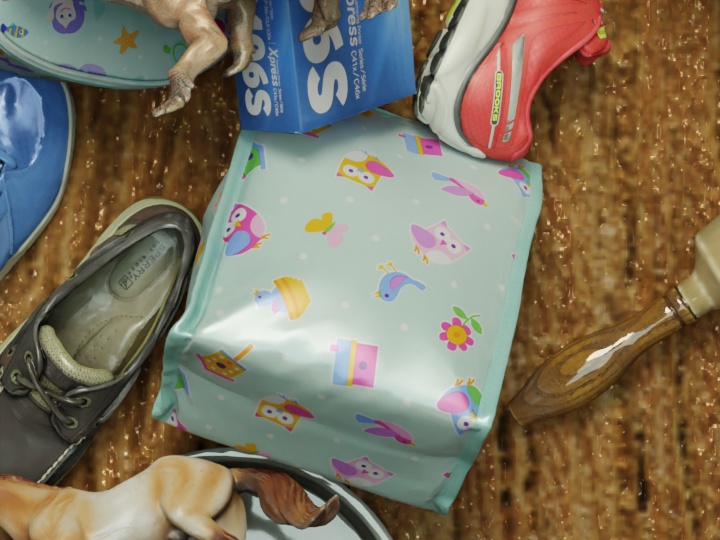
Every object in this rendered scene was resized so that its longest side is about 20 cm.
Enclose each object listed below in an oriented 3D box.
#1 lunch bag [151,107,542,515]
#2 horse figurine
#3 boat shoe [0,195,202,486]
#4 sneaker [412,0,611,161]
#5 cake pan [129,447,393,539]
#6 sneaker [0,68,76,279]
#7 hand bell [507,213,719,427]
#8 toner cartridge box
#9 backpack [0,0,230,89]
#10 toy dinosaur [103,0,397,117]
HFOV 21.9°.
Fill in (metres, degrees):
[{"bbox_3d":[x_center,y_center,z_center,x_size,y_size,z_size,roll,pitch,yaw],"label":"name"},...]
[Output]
[{"bbox_3d":[0.000,0.000,0.955,0.169,0.122,0.201,17,55,-1],"label":"lunch bag"},{"bbox_3d":[-0.110,0.136,0.928,0.198,0.133,0.050,-14,128,-6],"label":"horse figurine"},{"bbox_3d":[-0.154,0.046,0.978,0.073,0.065,0.201,33,90,-3],"label":"boat shoe"},{"bbox_3d":[0.100,-0.147,0.983,0.084,0.077,0.201,30,81,-9],"label":"sneaker"},{"bbox_3d":[-0.068,0.194,0.993,0.198,0.037,0.203,0,90,-2],"label":"cake pan"},{"bbox_3d":[-0.213,-0.023,0.954,0.076,0.111,0.201,32,88,-1],"label":"sneaker"},{"bbox_3d":[0.165,0.024,0.992,0.199,0.104,0.105,-35,90,11],"label":"hand bell"},{"bbox_3d":[-0.024,-0.175,0.903,0.043,0.095,0.202,7,111,37],"label":"toner cartridge box"},{"bbox_3d":[-0.127,-0.191,0.935,0.176,0.150,0.202,8,97,-35],"label":"backpack"},{"bbox_3d":[-0.062,-0.156,0.816,0.198,0.086,0.137,-25,100,-4],"label":"toy dinosaur"}]
